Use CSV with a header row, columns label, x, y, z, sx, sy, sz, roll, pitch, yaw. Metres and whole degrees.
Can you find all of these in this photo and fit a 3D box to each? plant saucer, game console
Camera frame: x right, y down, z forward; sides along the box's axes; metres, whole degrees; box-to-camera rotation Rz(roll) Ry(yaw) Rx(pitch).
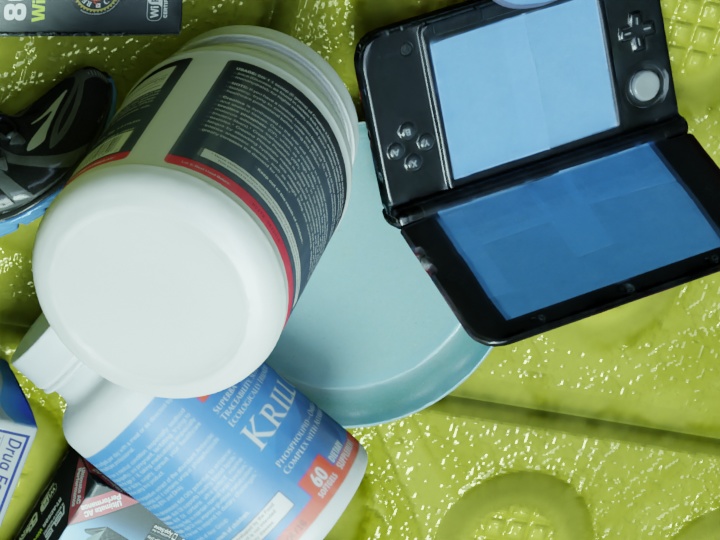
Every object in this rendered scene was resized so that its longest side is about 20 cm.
label,x,y,z,sx,sy,sz,roll,pitch,yaw
plant saucer,0.000,0.000,1.738,0.200,0.027,0.200,-6,113,-15
game console,0.118,-0.074,1.671,0.200,0.119,0.173,-18,110,-19

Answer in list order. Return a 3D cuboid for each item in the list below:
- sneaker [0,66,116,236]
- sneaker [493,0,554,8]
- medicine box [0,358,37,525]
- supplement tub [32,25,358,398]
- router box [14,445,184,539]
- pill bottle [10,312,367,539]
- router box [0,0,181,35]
label,x,y,z,sx,sy,sz,roll,pitch,yaw
sneaker,-0.227,-0.060,1.615,0.199,0.071,0.083,-27,120,-3
sneaker,0.158,-0.212,1.659,0.200,0.082,0.074,-25,97,-9
medicine box,-0.313,0.127,1.649,0.200,0.103,0.182,16,106,-23
supplement tub,-0.085,-0.036,1.567,0.140,0.200,0.141,8,123,13
router box,-0.127,0.212,1.767,0.200,0.062,0.150,27,103,-25
pill bottle,-0.103,0.086,1.679,0.200,0.112,0.112,40,96,-11
router box,-0.171,-0.228,1.558,0.150,0.062,0.200,-2,113,-15
